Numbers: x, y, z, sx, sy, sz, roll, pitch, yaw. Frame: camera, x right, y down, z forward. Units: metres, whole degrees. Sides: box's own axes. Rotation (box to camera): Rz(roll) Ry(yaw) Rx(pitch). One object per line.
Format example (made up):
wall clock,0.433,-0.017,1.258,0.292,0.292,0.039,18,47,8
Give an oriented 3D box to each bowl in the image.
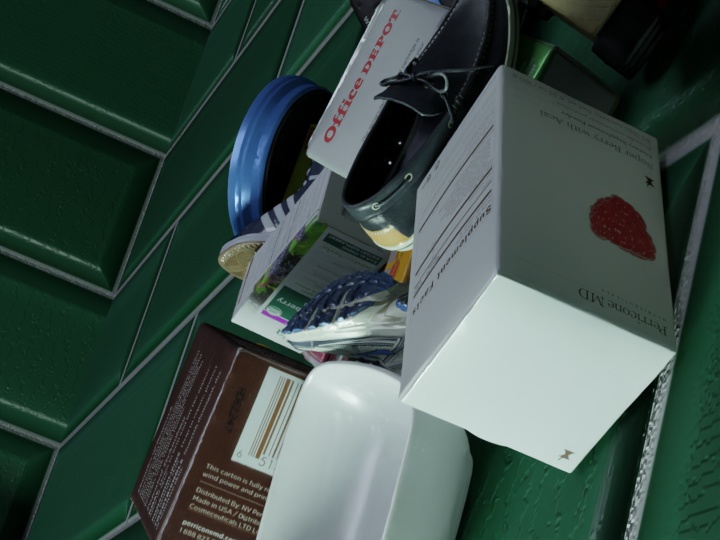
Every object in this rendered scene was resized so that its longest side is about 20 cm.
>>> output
bowl,0.005,0.169,1.176,0.199,0.074,0.202,7,82,65
bowl,-0.072,-0.105,1.807,0.200,0.039,0.202,-38,-45,-53

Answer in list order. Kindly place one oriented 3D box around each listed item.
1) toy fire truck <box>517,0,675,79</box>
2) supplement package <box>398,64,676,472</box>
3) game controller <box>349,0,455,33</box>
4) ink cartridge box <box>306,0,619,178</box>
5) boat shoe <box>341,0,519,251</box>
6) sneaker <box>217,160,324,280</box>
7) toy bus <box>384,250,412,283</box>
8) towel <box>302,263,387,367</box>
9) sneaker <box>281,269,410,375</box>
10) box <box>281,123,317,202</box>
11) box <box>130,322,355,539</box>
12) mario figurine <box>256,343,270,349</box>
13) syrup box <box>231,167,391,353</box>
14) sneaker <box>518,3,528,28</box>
toy fire truck,0.175,-0.242,1.083,0.201,0.128,0.176,-55,-8,10
supplement package,0.106,-0.004,1.032,0.120,0.121,0.201,-55,19,38
game controller,0.060,-0.189,1.422,0.104,0.201,0.042,-33,-15,29
ink cartridge box,0.069,-0.106,1.240,0.200,0.084,0.147,32,94,51
boat shoe,0.047,-0.112,1.153,0.074,0.062,0.201,22,85,51
sneaker,-0.057,-0.060,1.684,0.199,0.070,0.109,-22,44,43
toy bus,0.064,-0.019,1.333,0.201,0.065,0.078,-70,14,-14
towel,0.000,0.000,1.632,0.201,0.030,0.146,-64,14,1
sneaker,0.025,0.051,1.226,0.199,0.086,0.077,-7,27,44
box,-0.045,-0.048,1.754,0.075,0.050,0.201,12,73,31
box,-0.071,0.154,1.356,0.165,0.165,0.200,-68,13,-2
mario figurine,-0.138,0.162,1.705,0.106,0.123,0.201,-42,21,32
syrup box,-0.040,-0.011,1.571,0.200,0.078,0.082,-48,21,49
sneaker,0.122,-0.245,1.439,0.200,0.079,0.130,-63,5,-19
